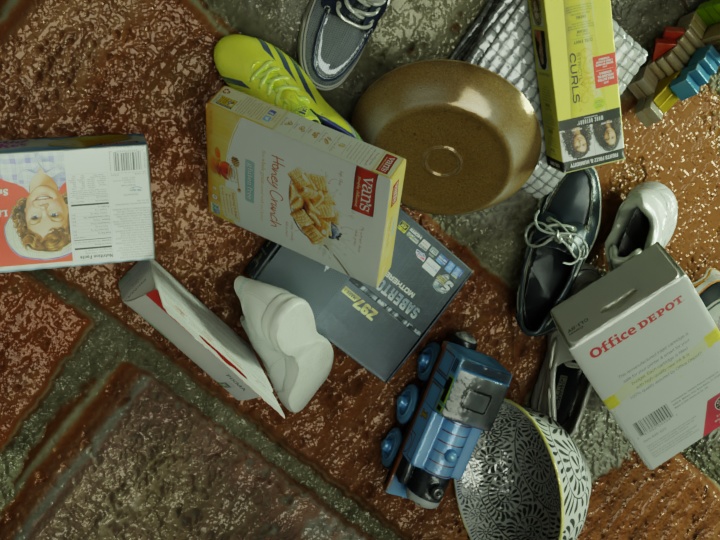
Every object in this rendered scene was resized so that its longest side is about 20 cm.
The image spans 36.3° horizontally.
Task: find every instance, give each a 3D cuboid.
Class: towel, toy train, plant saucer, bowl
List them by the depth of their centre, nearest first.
[{"bbox_3d":[0.085,-0.121,1.113,0.196,0.036,0.202,6,137,6],"label":"plant saucer"},{"bbox_3d":[0.178,-0.202,1.159,0.164,0.086,0.202,32,95,-20],"label":"towel"},{"bbox_3d":[0.088,0.169,1.213,0.085,0.114,0.203,20,98,-19],"label":"toy train"},{"bbox_3d":[0.196,0.237,1.233,0.093,0.200,0.205,-5,107,-30],"label":"bowl"}]

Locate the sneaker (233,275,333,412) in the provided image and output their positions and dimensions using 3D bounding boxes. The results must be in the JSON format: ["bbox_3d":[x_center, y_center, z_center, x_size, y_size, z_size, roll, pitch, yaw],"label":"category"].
[{"bbox_3d":[-0.085,0.071,1.145,0.075,0.088,0.201,-46,152,-24],"label":"sneaker"}]

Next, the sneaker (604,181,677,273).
[{"bbox_3d":[0.303,0.003,1.235,0.099,0.077,0.204,-11,103,-55],"label":"sneaker"}]

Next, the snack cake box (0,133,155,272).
[{"bbox_3d":[-0.302,-0.065,1.060,0.196,0.067,0.117,-5,108,-15],"label":"snack cake box"}]

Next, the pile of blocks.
[{"bbox_3d":[0.366,-0.251,1.200,0.062,0.082,0.201,39,92,-22],"label":"pile of blocks"}]

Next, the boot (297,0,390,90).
[{"bbox_3d":[-0.002,-0.272,1.080,0.072,0.090,0.203,17,99,-20],"label":"boot"}]

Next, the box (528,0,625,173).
[{"bbox_3d":[0.215,-0.206,1.095,0.074,0.050,0.204,-12,107,-9],"label":"box"}]

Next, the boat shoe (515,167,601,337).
[{"bbox_3d":[0.216,-0.024,1.217,0.074,0.062,0.203,22,100,14],"label":"boat shoe"}]

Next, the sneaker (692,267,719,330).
[{"bbox_3d":[0.366,0.079,1.298,0.199,0.080,0.078,-41,130,23],"label":"sneaker"}]

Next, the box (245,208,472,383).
[{"bbox_3d":[0.000,0.000,1.175,0.199,0.051,0.158,39,92,-21],"label":"box"}]

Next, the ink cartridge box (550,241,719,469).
[{"bbox_3d":[0.319,0.093,1.194,0.144,0.084,0.201,-33,117,9],"label":"ink cartridge box"}]

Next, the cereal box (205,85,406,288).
[{"bbox_3d":[-0.056,-0.079,1.053,0.197,0.040,0.145,24,138,16],"label":"cereal box"}]

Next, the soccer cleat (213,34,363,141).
[{"bbox_3d":[-0.066,-0.161,1.075,0.200,0.084,0.065,45,95,0],"label":"soccer cleat"}]

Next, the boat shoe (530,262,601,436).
[{"bbox_3d":[0.246,0.095,1.266,0.071,0.066,0.204,11,101,-19],"label":"boat shoe"}]

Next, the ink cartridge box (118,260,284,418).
[{"bbox_3d":[-0.158,0.073,1.068,0.050,0.200,0.161,-45,112,2],"label":"ink cartridge box"}]
